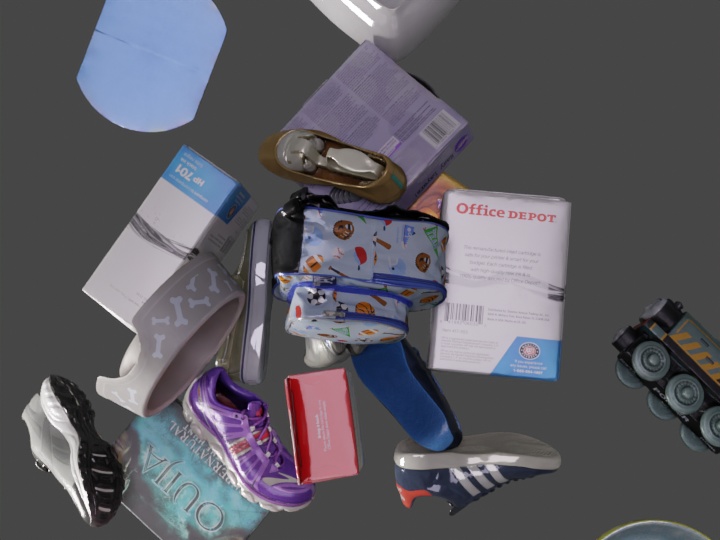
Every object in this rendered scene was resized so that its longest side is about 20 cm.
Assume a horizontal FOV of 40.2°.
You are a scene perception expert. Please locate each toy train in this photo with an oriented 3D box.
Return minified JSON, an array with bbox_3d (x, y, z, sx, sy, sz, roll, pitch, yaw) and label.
[{"bbox_3d":[0.391,0.126,1.157,0.114,0.085,0.200,-43,81,-15],"label":"toy train"}]

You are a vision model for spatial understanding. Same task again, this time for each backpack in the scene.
[{"bbox_3d":[0.000,0.000,1.041,0.188,0.200,0.156,-2,85,-8],"label":"backpack"}]

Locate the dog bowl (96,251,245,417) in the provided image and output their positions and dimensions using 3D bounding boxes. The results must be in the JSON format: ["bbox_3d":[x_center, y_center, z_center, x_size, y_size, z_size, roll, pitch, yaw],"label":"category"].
[{"bbox_3d":[-0.203,0.077,1.092,0.058,0.200,0.201,37,86,8],"label":"dog bowl"}]

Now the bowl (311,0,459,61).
[{"bbox_3d":[0.034,-0.393,1.234,0.200,0.075,0.200,41,86,8],"label":"bowl"}]

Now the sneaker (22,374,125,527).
[{"bbox_3d":[-0.342,0.221,1.162,0.079,0.074,0.201,-42,57,11],"label":"sneaker"}]

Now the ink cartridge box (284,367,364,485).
[{"bbox_3d":[-0.038,0.172,1.105,0.066,0.200,0.118,-9,83,1],"label":"ink cartridge box"}]

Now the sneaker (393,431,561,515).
[{"bbox_3d":[0.137,0.244,1.161,0.197,0.075,0.086,0,102,-2],"label":"sneaker"}]

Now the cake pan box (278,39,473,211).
[{"bbox_3d":[0.011,-0.157,1.191,0.184,0.052,0.200,42,88,22],"label":"cake pan box"}]

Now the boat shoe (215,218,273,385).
[{"bbox_3d":[-0.140,0.036,1.191,0.061,0.072,0.203,5,86,4],"label":"boat shoe"}]

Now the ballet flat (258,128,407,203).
[{"bbox_3d":[-0.039,-0.132,1.136,0.198,0.063,0.069,16,77,22],"label":"ballet flat"}]

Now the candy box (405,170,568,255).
[{"bbox_3d":[0.137,-0.023,1.194,0.199,0.056,0.117,33,85,4],"label":"candy box"}]

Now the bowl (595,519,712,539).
[{"bbox_3d":[0.324,0.379,1.112,0.197,0.108,0.203,0,83,2],"label":"bowl"}]

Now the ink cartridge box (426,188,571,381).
[{"bbox_3d":[0.155,0.019,1.118,0.144,0.086,0.203,5,83,2],"label":"ink cartridge box"}]

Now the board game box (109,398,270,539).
[{"bbox_3d":[-0.210,0.258,1.188,0.199,0.028,0.136,40,86,7],"label":"board game box"}]

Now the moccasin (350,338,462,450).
[{"bbox_3d":[0.050,0.136,1.167,0.080,0.068,0.201,-39,59,16],"label":"moccasin"}]

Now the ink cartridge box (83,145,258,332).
[{"bbox_3d":[-0.216,-0.029,1.155,0.085,0.146,0.201,35,86,6],"label":"ink cartridge box"}]

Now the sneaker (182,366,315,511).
[{"bbox_3d":[-0.126,0.197,1.152,0.200,0.081,0.084,44,123,6],"label":"sneaker"}]

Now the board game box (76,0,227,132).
[{"bbox_3d":[-0.260,-0.273,1.250,0.156,0.039,0.202,21,89,0],"label":"board game box"}]

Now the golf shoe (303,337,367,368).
[{"bbox_3d":[-0.051,0.021,1.188,0.078,0.097,0.202,17,54,-34],"label":"golf shoe"}]
